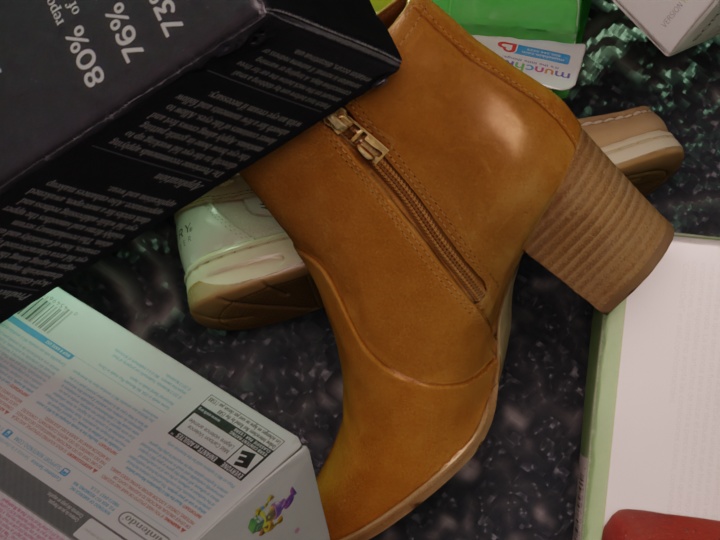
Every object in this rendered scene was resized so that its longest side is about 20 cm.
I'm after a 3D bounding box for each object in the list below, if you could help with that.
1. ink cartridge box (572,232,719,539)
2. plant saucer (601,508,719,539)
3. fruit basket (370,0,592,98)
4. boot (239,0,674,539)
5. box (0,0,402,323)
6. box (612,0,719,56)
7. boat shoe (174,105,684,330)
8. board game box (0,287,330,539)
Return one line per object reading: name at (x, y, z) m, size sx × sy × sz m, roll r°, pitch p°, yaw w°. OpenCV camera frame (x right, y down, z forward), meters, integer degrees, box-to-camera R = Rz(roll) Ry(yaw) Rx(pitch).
ink cartridge box at (0.182, 0.065, 1.105) m, size 0.199 × 0.048 × 0.146 m, roll 6°, pitch 90°, yaw 1°
plant saucer at (0.174, 0.197, 1.064) m, size 0.199 × 0.037 × 0.201 m, roll 7°, pitch 89°, yaw 3°
fruit basket at (-0.005, -0.126, 1.141) m, size 0.199 × 0.094 × 0.185 m, roll 4°, pitch 35°, yaw 9°
boot at (0.000, 0.000, 1.078) m, size 0.144 × 0.071 × 0.201 m, roll 38°, pitch 115°, yaw -13°
box at (-0.112, -0.088, 1.012) m, size 0.200 × 0.104 × 0.148 m, roll -30°, pitch 71°, yaw 20°
box at (0.122, -0.160, 1.131) m, size 0.144 × 0.200 × 0.036 m, roll 48°, pitch 124°, yaw 13°
boat shoe at (0.023, -0.038, 1.142) m, size 0.199 × 0.074 × 0.069 m, roll -15°, pitch 72°, yaw -7°
board game box at (-0.132, 0.108, 1.028) m, size 0.147 × 0.064 × 0.200 m, roll 30°, pitch 58°, yaw 34°
